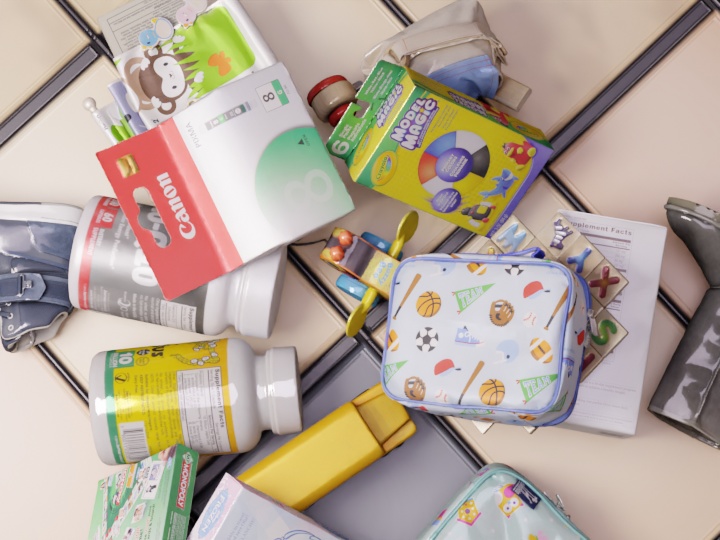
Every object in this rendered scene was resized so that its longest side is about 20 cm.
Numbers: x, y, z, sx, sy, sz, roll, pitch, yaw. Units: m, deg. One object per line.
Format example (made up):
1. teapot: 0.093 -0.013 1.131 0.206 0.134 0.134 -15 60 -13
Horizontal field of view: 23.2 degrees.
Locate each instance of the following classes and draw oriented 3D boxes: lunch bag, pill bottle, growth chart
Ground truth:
1. lunch bag: 0.129 0.296 1.695 0.160 0.077 0.200 43 86 1
2. pill bottle: -0.157 0.125 1.707 0.198 0.113 0.114 -6 83 1
3. lunch bag: 0.120 0.058 1.632 0.198 0.075 0.162 3 78 26
4. pill bottle: -0.177 0.000 1.722 0.198 0.114 0.115 11 83 3
5. growth chart: -0.173 -0.182 1.721 0.200 0.018 0.145 -41 85 -8

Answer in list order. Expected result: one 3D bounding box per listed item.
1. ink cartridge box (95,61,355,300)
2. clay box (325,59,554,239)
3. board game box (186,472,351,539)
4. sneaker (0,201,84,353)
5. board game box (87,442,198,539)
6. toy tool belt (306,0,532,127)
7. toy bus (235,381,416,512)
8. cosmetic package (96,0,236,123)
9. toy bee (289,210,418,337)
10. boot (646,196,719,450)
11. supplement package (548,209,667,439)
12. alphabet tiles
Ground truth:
1. ink cartridge box: -0.126 -0.086 1.659 0.199 0.050 0.162 -26 86 -21
2. clay box: 0.075 -0.116 1.697 0.199 0.048 0.115 20 115 -29
3. board game box: -0.098 0.322 1.656 0.198 0.043 0.201 33 86 -34
4. sneaker: -0.379 0.006 1.743 0.200 0.077 0.148 2 80 0
5. board game box: -0.214 0.273 1.637 0.029 0.134 0.202 29 52 -31
6. toy tool belt: 0.059 -0.171 1.738 0.199 0.125 0.124 -30 75 -2
7. toy bus: -0.041 0.186 1.714 0.199 0.078 0.065 -34 84 -3
8. cosmetic package: -0.175 -0.180 1.766 0.103 0.073 0.201 -25 83 -3
9. toy bee: 0.000 0.000 1.724 0.198 0.109 0.132 8 85 2
10. boot: 0.333 0.052 1.726 0.181 0.073 0.201 32 90 -8
11. supplement package: 0.225 0.054 1.709 0.108 0.114 0.202 10 84 4
12. alphabet tiles: 0.153 0.050 1.663 0.200 0.006 0.167 -47 65 10
